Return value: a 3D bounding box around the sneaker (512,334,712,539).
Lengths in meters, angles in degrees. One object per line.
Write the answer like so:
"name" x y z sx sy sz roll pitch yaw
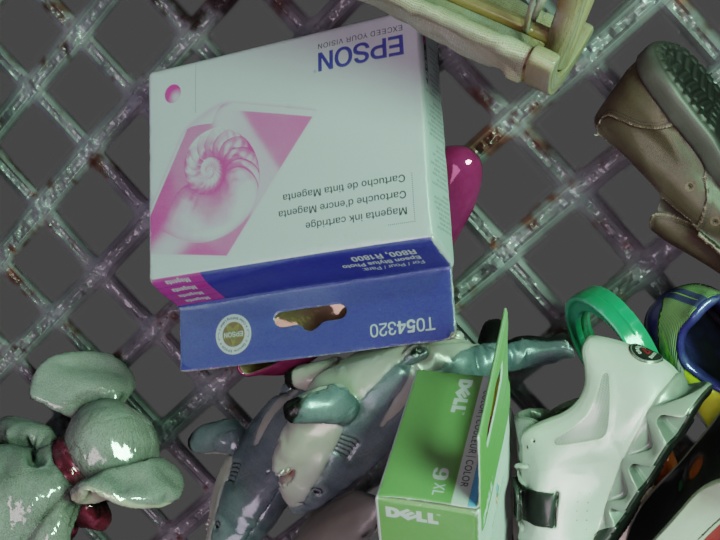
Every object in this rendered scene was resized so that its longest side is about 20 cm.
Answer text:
"sneaker" 0.123 0.128 0.735 0.088 0.074 0.200 32 108 20

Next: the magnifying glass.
"magnifying glass" 0.180 0.099 0.781 0.022 0.080 0.200 -32 111 -14

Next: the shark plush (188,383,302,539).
"shark plush" -0.031 0.124 0.847 0.200 0.083 0.091 -34 115 14

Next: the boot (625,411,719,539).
"boot" 0.259 0.135 0.686 0.144 0.072 0.200 27 133 -1

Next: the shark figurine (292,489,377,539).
"shark figurine" -0.049 0.246 0.860 0.128 0.089 0.215 18 102 59

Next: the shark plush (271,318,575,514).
"shark plush" 0.034 0.081 0.777 0.200 0.091 0.083 -24 100 -11

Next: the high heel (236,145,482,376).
"high heel" 0.000 0.000 0.788 0.067 0.096 0.200 43 118 1

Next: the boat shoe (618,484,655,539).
"boat shoe" 0.169 0.183 0.796 0.069 0.074 0.200 -31 98 -6

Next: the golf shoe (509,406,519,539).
"golf shoe" 0.099 0.175 0.834 0.092 0.073 0.200 5 116 13

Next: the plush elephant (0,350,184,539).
"plush elephant" -0.211 0.153 0.908 0.155 0.165 0.200 -16 141 -9

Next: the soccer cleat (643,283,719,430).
"soccer cleat" 0.245 0.093 0.731 0.065 0.084 0.200 -40 92 -9

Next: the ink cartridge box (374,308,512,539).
"ink cartridge box" 0.050 0.127 0.702 0.059 0.104 0.200 6 129 14

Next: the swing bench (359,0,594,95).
"swing bench" 0.041 -0.205 0.647 0.199 0.130 0.200 25 137 10

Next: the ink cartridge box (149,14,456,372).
"ink cartridge box" -0.042 -0.046 0.768 0.196 0.043 0.200 -9 75 23

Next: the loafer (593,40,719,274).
"loafer" 0.209 -0.038 0.717 0.071 0.073 0.200 -34 90 38
